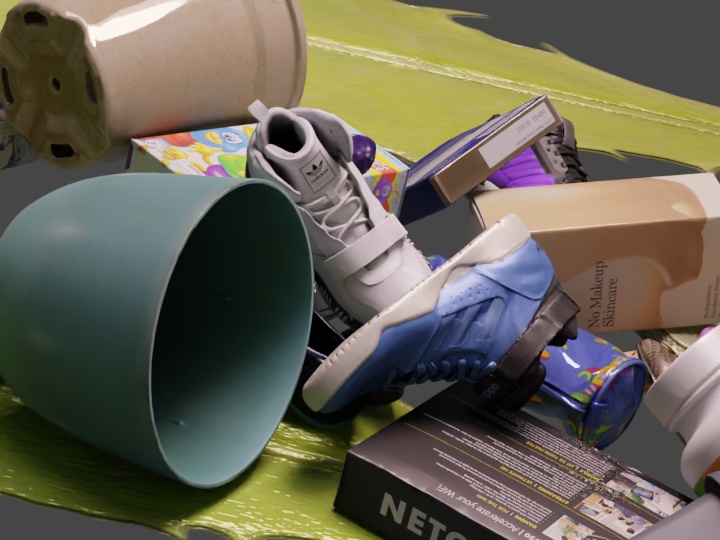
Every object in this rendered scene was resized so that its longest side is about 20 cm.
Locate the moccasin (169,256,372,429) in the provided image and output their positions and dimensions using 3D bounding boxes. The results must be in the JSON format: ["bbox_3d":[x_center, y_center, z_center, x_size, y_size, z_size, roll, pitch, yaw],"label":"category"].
[{"bbox_3d":[-0.063,0.019,1.661,0.200,0.068,0.080,41,41,1],"label":"moccasin"}]

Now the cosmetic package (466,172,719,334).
[{"bbox_3d":[0.185,-0.010,1.842,0.199,0.106,0.071,-6,32,-8],"label":"cosmetic package"}]

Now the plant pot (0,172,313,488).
[{"bbox_3d":[-0.148,0.026,1.551,0.160,0.202,0.200,12,22,28],"label":"plant pot"}]

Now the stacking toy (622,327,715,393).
[{"bbox_3d":[0.284,0.081,1.783,0.199,0.110,0.116,6,32,18],"label":"stacking toy"}]

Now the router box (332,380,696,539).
[{"bbox_3d":[0.105,0.156,1.570,0.199,0.051,0.149,27,30,25],"label":"router box"}]

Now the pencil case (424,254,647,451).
[{"bbox_3d":[0.109,0.060,1.735,0.199,0.078,0.087,27,29,25],"label":"pencil case"}]

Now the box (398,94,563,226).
[{"bbox_3d":[0.071,-0.080,1.909,0.121,0.032,0.200,-36,7,-22],"label":"box"}]

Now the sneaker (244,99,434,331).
[{"bbox_3d":[-0.015,-0.035,1.649,0.075,0.115,0.200,-38,68,-11],"label":"sneaker"}]

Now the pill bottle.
[{"bbox_3d":[0.283,0.134,1.568,0.200,0.111,0.111,49,37,17],"label":"pill bottle"}]

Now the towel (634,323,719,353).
[{"bbox_3d":[0.275,0.026,1.938,0.148,0.037,0.200,3,28,-25],"label":"towel"}]

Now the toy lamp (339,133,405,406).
[{"bbox_3d":[0.000,0.000,1.724,0.058,0.058,0.201,1,65,-26],"label":"toy lamp"}]

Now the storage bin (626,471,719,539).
[{"bbox_3d":[0.216,0.232,1.403,0.134,0.146,0.200,-23,36,-10],"label":"storage bin"}]

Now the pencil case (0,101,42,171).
[{"bbox_3d":[-0.289,-0.113,1.878,0.089,0.078,0.200,11,19,37],"label":"pencil case"}]

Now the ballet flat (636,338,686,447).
[{"bbox_3d":[0.254,0.115,1.695,0.046,0.067,0.200,-32,43,1],"label":"ballet flat"}]

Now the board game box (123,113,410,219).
[{"bbox_3d":[-0.077,-0.046,1.824,0.199,0.103,0.105,-10,35,-40],"label":"board game box"}]

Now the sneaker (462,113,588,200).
[{"bbox_3d":[0.155,-0.081,1.975,0.200,0.100,0.069,30,-3,45],"label":"sneaker"}]

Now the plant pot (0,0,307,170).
[{"bbox_3d":[-0.174,-0.165,1.838,0.200,0.201,0.183,31,38,31],"label":"plant pot"}]

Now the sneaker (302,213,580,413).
[{"bbox_3d":[0.063,0.060,1.595,0.200,0.077,0.111,-37,89,-25],"label":"sneaker"}]

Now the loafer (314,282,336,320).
[{"bbox_3d":[-0.101,0.033,1.723,0.199,0.063,0.072,-7,69,-32],"label":"loafer"}]
